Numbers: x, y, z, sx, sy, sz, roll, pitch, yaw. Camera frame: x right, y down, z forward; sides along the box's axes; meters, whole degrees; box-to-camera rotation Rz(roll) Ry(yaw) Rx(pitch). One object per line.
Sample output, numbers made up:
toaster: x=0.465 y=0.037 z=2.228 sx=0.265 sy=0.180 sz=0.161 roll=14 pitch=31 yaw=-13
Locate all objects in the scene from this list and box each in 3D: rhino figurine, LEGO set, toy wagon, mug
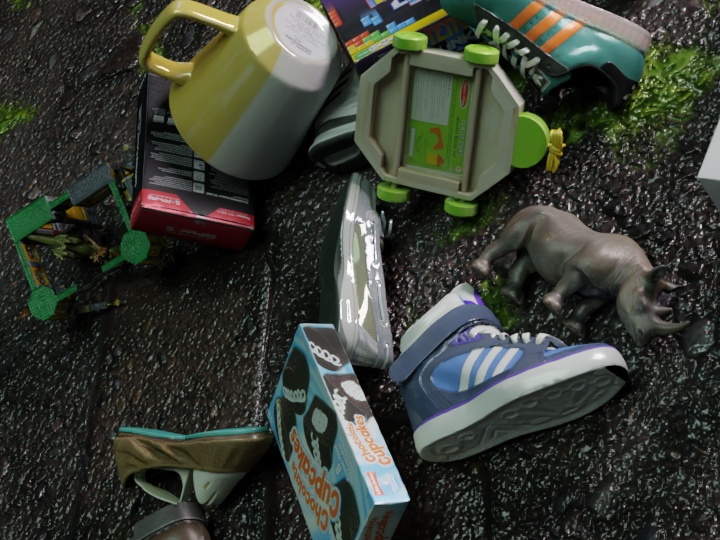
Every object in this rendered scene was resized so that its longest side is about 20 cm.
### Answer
rhino figurine: x=0.188 y=0.005 z=1.074 sx=0.199 sy=0.060 sz=0.088 roll=28 pitch=79 yaw=42
LEGO set: x=-0.287 y=-0.033 z=1.445 sx=0.199 sy=0.116 sz=0.155 roll=-37 pitch=76 yaw=17
toy wagon: x=0.091 y=-0.129 z=1.186 sx=0.197 sy=0.040 sz=0.157 roll=13 pitch=114 yaw=17
mug: x=-0.109 y=-0.193 z=1.304 sx=0.153 sy=0.185 sz=0.151 roll=-43 pitch=66 yaw=43

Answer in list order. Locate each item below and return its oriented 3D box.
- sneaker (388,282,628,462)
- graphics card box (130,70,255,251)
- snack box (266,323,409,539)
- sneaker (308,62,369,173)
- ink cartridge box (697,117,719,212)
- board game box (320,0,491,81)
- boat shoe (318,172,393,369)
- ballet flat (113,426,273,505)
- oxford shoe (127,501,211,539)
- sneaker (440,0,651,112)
sneaker: x=0.115 y=0.060 z=1.077 sx=0.199 sy=0.080 sz=0.148 roll=-27 pitch=53 yaw=27
graphics card box: x=-0.177 y=-0.123 z=1.383 sx=0.051 sy=0.124 sz=0.202 roll=126 pitch=147 yaw=-49
snack box: x=-0.024 y=0.157 z=1.109 sx=0.201 sy=0.037 sz=0.117 roll=64 pitch=144 yaw=42
sneaker: x=0.035 y=-0.179 z=1.295 sx=0.199 sy=0.076 sz=0.117 roll=-15 pitch=56 yaw=32
ink cartridge box: x=0.310 y=-0.082 z=0.940 sx=0.067 sy=0.200 sz=0.116 roll=11 pitch=68 yaw=40
board game box: x=0.071 y=-0.263 z=1.284 sx=0.198 sy=0.057 sz=0.166 roll=-27 pitch=38 yaw=1
boat shoe: x=0.001 y=0.000 z=1.221 sx=0.075 sy=0.064 sz=0.204 roll=122 pitch=155 yaw=-49
ballet flat: x=-0.160 y=0.184 z=1.223 sx=0.198 sy=0.067 sz=0.073 roll=-5 pitch=80 yaw=35
oxford shoe: x=-0.218 y=0.298 z=1.182 sx=0.199 sy=0.073 sz=0.085 roll=-37 pitch=49 yaw=12
sneaker: x=0.159 y=-0.204 z=1.165 sx=0.197 sy=0.071 sz=0.081 roll=19 pitch=81 yaw=0
